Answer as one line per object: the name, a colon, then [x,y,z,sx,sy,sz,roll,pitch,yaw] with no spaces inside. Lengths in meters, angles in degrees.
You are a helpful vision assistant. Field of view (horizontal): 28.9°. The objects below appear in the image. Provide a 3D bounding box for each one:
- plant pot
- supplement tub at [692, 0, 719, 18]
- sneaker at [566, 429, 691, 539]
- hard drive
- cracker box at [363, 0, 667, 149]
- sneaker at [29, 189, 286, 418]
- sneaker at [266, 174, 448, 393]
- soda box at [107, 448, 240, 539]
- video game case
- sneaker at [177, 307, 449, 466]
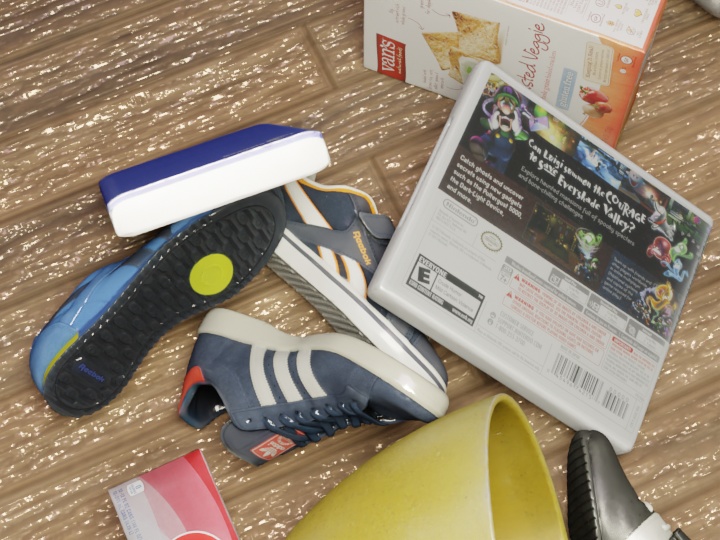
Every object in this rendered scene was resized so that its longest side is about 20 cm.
plant pot: [0.036,0.184,0.792,0.140,0.200,0.202,-15,64,16]
supplement tub: [0.232,-0.289,1.036,0.200,0.123,0.122,42,71,17]
sneaker: [0.182,0.188,0.842,0.087,0.074,0.202,-14,75,-6]
hard drive: [-0.101,-0.062,0.896,0.131,0.200,0.026,-20,101,-9]
cracker box: [0.100,-0.166,0.971,0.198,0.134,0.058,22,67,10]
sneaker: [-0.138,0.005,0.905,0.200,0.066,0.079,-41,38,3]
sneaker: [0.000,0.000,0.923,0.079,0.079,0.200,-41,70,-13]
soda box: [-0.082,0.213,0.827,0.063,0.070,0.201,-23,67,-11]
video game case: [0.122,-0.010,0.907,0.199,0.023,0.183,32,65,-13]
sneaker: [-0.035,0.085,0.860,0.199,0.075,0.085,8,67,43]
